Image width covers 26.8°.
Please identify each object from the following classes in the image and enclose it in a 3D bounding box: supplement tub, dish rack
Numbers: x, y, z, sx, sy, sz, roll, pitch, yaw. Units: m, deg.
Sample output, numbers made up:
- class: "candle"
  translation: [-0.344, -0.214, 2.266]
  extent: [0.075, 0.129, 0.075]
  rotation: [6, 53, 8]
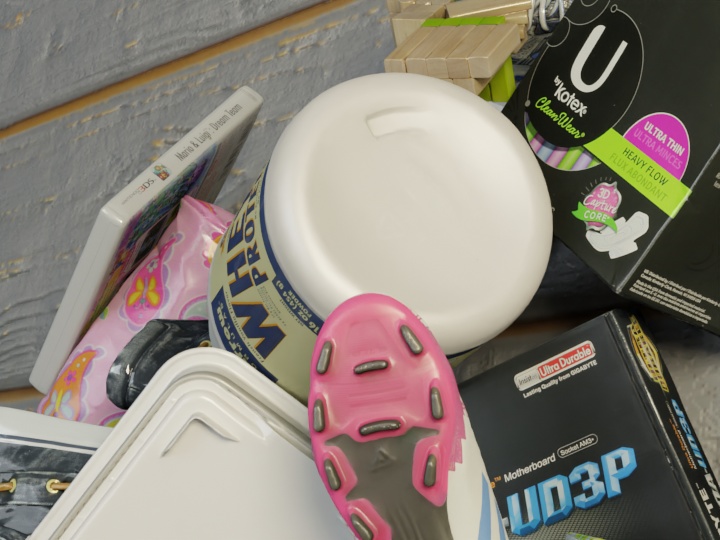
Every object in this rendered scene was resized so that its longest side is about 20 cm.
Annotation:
- class: "supplement tub"
  translation: [0.000, 0.000, 0.796]
  extent: [0.200, 0.145, 0.145]
  rotation: [131, 145, -63]
- class: "dish rack"
  translation: [-0.080, 0.159, 0.778]
  extent: [0.200, 0.172, 0.044]
  rotation: [-52, 3, 8]

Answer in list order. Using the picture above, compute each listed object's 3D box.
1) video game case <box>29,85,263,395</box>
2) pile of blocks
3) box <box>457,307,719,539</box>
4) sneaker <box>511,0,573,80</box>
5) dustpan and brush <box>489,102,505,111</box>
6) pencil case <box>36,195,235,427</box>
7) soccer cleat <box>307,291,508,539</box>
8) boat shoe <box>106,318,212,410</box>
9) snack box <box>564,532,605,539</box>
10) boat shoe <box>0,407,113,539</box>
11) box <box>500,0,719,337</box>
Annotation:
- class: "video game case"
  translation: [-0.154, -0.022, 1.088]
  extent: [0.182, 0.024, 0.200]
  rotation: [-49, -6, -46]
- class: "pile of blocks"
  translation: [0.057, -0.126, 0.858]
  extent: [0.082, 0.062, 0.200]
  rotation: [-10, 28, 5]
- class: "box"
  translation: [0.086, 0.131, 0.787]
  extent: [0.200, 0.046, 0.159]
  rotation: [-28, 76, 28]
- class: "sneaker"
  translation: [0.119, -0.155, 0.910]
  extent: [0.200, 0.085, 0.077]
  rotation: [0, 74, 49]
- class: "dustpan and brush"
  translation: [0.049, -0.019, 0.950]
  extent: [0.140, 0.057, 0.200]
  rotation: [29, 98, 51]
- class: "pencil case"
  translation: [-0.139, 0.043, 1.050]
  extent: [0.200, 0.087, 0.087]
  rotation: [-55, 40, 2]
- class: "soccer cleat"
  translation: [0.028, 0.107, 0.687]
  extent: [0.070, 0.086, 0.200]
  rotation: [-17, 89, 10]
- class: "boat shoe"
  translation: [-0.082, 0.055, 0.959]
  extent: [0.091, 0.200, 0.071]
  rotation: [19, 102, 13]
- class: "snack box"
  translation: [0.139, 0.232, 0.670]
  extent: [0.053, 0.142, 0.200]
  rotation: [139, 147, -81]
- class: "boat shoe"
  translation: [-0.135, 0.139, 0.844]
  extent: [0.200, 0.071, 0.091]
  rotation: [6, 66, 13]
- class: "box"
  translation: [0.184, -0.089, 0.773]
  extent: [0.200, 0.124, 0.149]
  rotation: [-57, 40, 14]
